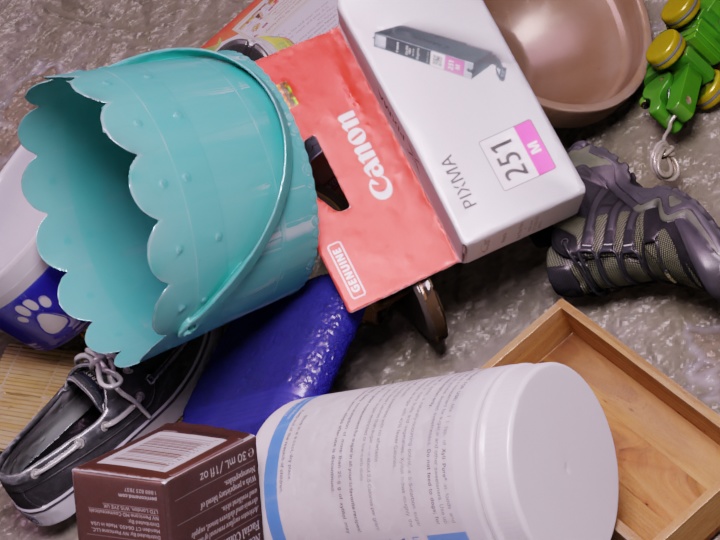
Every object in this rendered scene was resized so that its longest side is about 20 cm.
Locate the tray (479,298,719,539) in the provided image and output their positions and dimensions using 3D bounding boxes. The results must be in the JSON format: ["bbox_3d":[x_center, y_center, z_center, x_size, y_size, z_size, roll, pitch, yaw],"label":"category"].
[{"bbox_3d":[0.159,0.104,1.324,0.099,0.037,0.200,-40,43,-10],"label":"tray"}]

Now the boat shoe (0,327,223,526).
[{"bbox_3d":[-0.181,0.088,1.476,0.199,0.068,0.074,-43,45,-15],"label":"boat shoe"}]

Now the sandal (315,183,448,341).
[{"bbox_3d":[0.000,0.000,1.470,0.055,0.082,0.200,-35,41,-14],"label":"sandal"}]

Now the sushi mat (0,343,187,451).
[{"bbox_3d":[-0.204,0.102,1.536,0.199,0.012,0.096,5,52,31],"label":"sushi mat"}]

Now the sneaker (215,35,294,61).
[{"bbox_3d":[-0.071,-0.082,1.535,0.078,0.201,0.090,17,26,15],"label":"sneaker"}]

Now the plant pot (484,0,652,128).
[{"bbox_3d":[0.110,-0.180,1.542,0.093,0.200,0.201,-47,22,50],"label":"plant pot"}]

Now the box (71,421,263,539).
[{"bbox_3d":[-0.109,0.203,1.245,0.075,0.201,0.100,5,15,30],"label":"box"}]

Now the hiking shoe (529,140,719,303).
[{"bbox_3d":[0.180,-0.009,1.402,0.101,0.076,0.200,-46,36,-4],"label":"hiking shoe"}]

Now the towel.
[{"bbox_3d":[-0.069,0.100,1.415,0.147,0.050,0.200,-17,41,49],"label":"towel"}]

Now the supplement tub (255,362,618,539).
[{"bbox_3d":[0.041,0.131,1.269,0.200,0.132,0.132,-11,45,36],"label":"supplement tub"}]

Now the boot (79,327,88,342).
[{"bbox_3d":[-0.149,-0.027,1.583,0.200,0.076,0.074,-45,47,-14],"label":"boot"}]

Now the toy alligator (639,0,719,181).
[{"bbox_3d":[0.225,-0.135,1.496,0.054,0.059,0.200,-24,35,49],"label":"toy alligator"}]

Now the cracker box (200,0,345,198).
[{"bbox_3d":[-0.039,-0.147,1.646,0.134,0.058,0.200,-42,44,-10],"label":"cracker box"}]

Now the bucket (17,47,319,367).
[{"bbox_3d":[-0.129,-0.050,1.400,0.134,0.208,0.207,-18,36,-29],"label":"bucket"}]

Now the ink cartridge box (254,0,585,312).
[{"bbox_3d":[0.029,-0.096,1.398,0.173,0.044,0.200,-24,73,-9],"label":"ink cartridge box"}]

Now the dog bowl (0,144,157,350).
[{"bbox_3d":[-0.221,-0.042,1.572,0.200,0.079,0.200,-41,26,25],"label":"dog bowl"}]
